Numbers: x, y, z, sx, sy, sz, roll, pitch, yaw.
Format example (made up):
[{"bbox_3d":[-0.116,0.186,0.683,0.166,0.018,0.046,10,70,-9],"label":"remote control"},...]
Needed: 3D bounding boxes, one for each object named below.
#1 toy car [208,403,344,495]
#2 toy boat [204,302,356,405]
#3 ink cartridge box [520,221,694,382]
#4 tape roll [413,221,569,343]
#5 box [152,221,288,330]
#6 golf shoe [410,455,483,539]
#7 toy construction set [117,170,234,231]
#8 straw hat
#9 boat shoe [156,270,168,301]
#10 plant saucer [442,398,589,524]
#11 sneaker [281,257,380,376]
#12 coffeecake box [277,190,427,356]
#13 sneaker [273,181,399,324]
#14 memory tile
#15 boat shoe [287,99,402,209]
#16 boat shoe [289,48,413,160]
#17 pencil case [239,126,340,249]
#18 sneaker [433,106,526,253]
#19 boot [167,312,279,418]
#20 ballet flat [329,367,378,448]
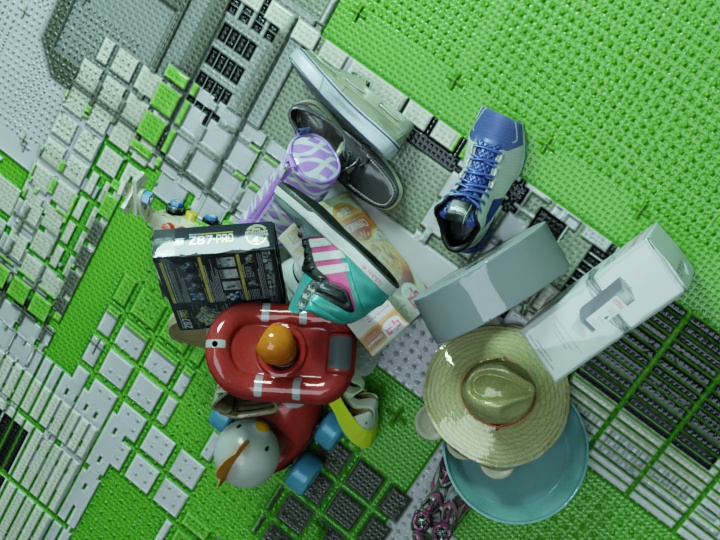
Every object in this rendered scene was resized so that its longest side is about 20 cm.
[{"bbox_3d":[-0.143,0.238,1.526,0.183,0.200,0.178,36,111,9],"label":"toy car"},{"bbox_3d":[-0.107,0.101,1.384,0.196,0.131,0.133,2,77,6],"label":"toy boat"},{"bbox_3d":[0.313,0.037,1.342,0.199,0.145,0.085,-37,86,23],"label":"ink cartridge box"},{"bbox_3d":[0.166,0.015,1.363,0.199,0.200,0.067,-31,89,23],"label":"tape roll"},{"bbox_3d":[-0.182,0.012,1.431,0.158,0.201,0.050,-6,59,0],"label":"box"},{"bbox_3d":[0.136,0.298,1.505,0.072,0.092,0.201,34,88,11],"label":"golf shoe"},{"bbox_3d":[-0.264,-0.061,1.544,0.199,0.131,0.093,36,111,10],"label":"toy construction set"},{"bbox_3d":[0.180,0.157,1.390,0.197,0.085,0.205,-1,75,3],"label":"straw hat"},{"bbox_3d":[-0.205,0.031,1.579,0.198,0.072,0.061,13,130,11],"label":"boat shoe"},{"bbox_3d":[0.209,0.242,1.448,0.196,0.036,0.204,-1,75,2],"label":"plant saucer"},{"bbox_3d":[-0.045,0.065,1.531,0.080,0.076,0.202,-27,96,47],"label":"sneaker"},{"bbox_3d":[0.000,0.000,1.446,0.073,0.153,0.201,-40,87,21],"label":"coffeecake box"},{"bbox_3d":[-0.060,-0.006,1.342,0.200,0.084,0.121,44,99,5],"label":"sneaker"},{"bbox_3d":[0.173,0.164,1.442,0.152,0.017,0.202,27,79,9],"label":"memory tile"},{"bbox_3d":[-0.027,-0.157,1.470,0.200,0.065,0.072,47,112,5],"label":"boat shoe"},{"bbox_3d":[-0.012,-0.237,1.456,0.200,0.072,0.062,44,88,3],"label":"boat shoe"},{"bbox_3d":[-0.100,-0.103,1.462,0.085,0.085,0.200,56,141,14],"label":"pencil case"},{"bbox_3d":[0.153,-0.105,1.388,0.080,0.115,0.202,21,108,13],"label":"sneaker"},{"bbox_3d":[-0.195,0.128,1.510,0.196,0.156,0.073,6,138,8],"label":"boot"},{"bbox_3d":[-0.013,0.177,1.501,0.066,0.067,0.201,-11,125,34],"label":"ballet flat"}]
